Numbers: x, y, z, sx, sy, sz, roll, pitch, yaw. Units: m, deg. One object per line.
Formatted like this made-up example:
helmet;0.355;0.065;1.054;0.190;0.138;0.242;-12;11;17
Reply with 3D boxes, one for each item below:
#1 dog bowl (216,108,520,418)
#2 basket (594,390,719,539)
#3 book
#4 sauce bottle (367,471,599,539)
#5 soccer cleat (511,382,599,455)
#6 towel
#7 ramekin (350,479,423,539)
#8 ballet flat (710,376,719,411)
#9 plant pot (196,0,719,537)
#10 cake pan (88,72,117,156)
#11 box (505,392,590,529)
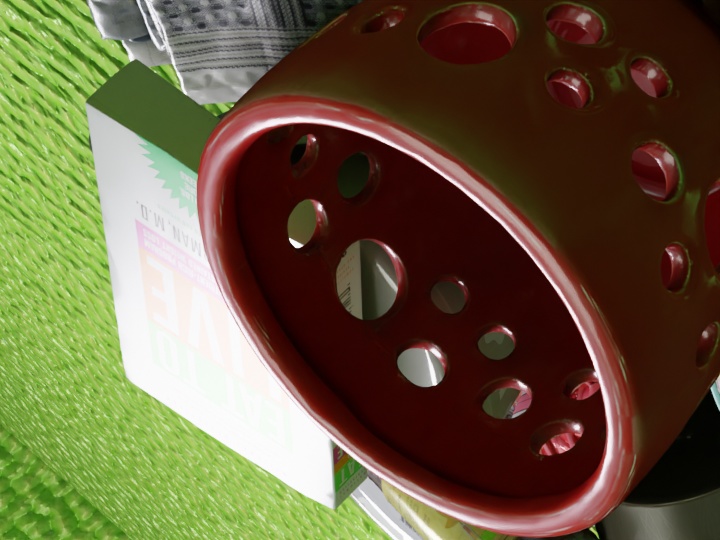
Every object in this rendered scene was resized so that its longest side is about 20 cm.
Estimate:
dog bowl;0.000;0.000;1.065;0.200;0.059;0.200;39;156;21
basket;0.192;0.152;1.169;0.135;0.181;0.201;-4;125;33
book;-0.053;0.011;1.056;0.133;0.048;0.201;34;151;25
sauce bottle;0.039;0.098;1.177;0.200;0.065;0.065;42;166;37
soccer cleat;0.117;0.048;1.041;0.067;0.076;0.200;43;122;7
towel;-0.033;-0.133;1.014;0.199;0.035;0.193;3;152;13
ramekin;0.058;0.115;1.482;0.200;0.105;0.200;40;164;14
ballet flat;0.207;0.076;0.984;0.067;0.067;0.200;5;143;36
plant pot;0.069;-0.030;0.884;0.200;0.182;0.201;31;145;25
cake pan;-0.077;-0.026;1.299;0.200;0.037;0.200;46;-172;-8
box;0.091;0.029;1.183;0.094;0.103;0.200;33;161;36
